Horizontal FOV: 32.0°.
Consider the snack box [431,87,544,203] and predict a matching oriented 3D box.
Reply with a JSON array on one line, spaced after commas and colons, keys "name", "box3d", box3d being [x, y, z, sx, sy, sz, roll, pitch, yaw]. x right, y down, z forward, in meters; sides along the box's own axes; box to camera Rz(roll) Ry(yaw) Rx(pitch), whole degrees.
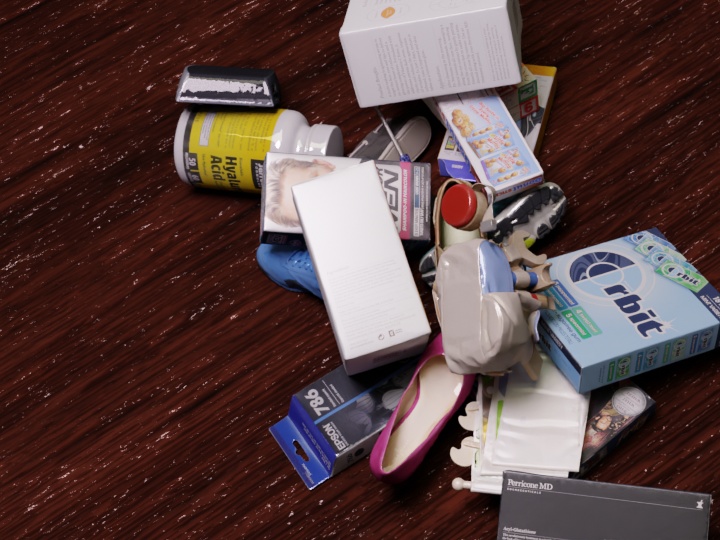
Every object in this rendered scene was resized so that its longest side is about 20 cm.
[{"name": "snack box", "box3d": [0.146, -0.170, 1.502, 0.072, 0.024, 0.200, -20, 56, -5]}]

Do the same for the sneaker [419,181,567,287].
[{"name": "sneaker", "box3d": [0.156, -0.043, 1.513, 0.200, 0.078, 0.080, -32, 26, -7]}]

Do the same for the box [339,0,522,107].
[{"name": "box", "box3d": [0.090, -0.293, 1.522, 0.200, 0.106, 0.152, -7, 37, 15]}]

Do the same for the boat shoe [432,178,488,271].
[{"name": "boat shoe", "box3d": [0.114, -0.011, 1.414, 0.076, 0.074, 0.200, -13, 73, 12]}]

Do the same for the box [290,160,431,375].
[{"name": "box", "box3d": [0.000, 0.000, 1.379, 0.097, 0.124, 0.200, -18, 78, -3]}]

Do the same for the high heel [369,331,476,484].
[{"name": "high heel", "box3d": [0.071, 0.136, 1.331, 0.067, 0.096, 0.200, 35, 85, 7]}]

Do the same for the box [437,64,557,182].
[{"name": "box", "box3d": [0.176, -0.184, 1.618, 0.119, 0.042, 0.200, 9, 60, 17]}]

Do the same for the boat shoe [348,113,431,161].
[{"name": "boat shoe", "box3d": [0.011, -0.130, 1.600, 0.057, 0.067, 0.200, 15, 51, 47]}]

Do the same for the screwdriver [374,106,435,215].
[{"name": "screwdriver", "box3d": [0.046, -0.159, 1.565, 0.028, 0.029, 0.200, -27, 93, -33]}]

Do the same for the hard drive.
[{"name": "hard drive", "box3d": [-0.170, -0.241, 1.634, 0.135, 0.042, 0.200, 3, 12, -3]}]

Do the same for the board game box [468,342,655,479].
[{"name": "board game box", "box3d": [0.207, 0.130, 1.390, 0.135, 0.035, 0.200, -37, 57, -15]}]

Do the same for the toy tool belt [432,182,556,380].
[{"name": "toy tool belt", "box3d": [0.145, 0.014, 1.329, 0.125, 0.123, 0.200, -17, 71, 44]}]

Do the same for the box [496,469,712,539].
[{"name": "box", "box3d": [0.235, 0.277, 1.227, 0.200, 0.079, 0.141, 5, 83, 14]}]

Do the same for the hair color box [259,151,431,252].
[{"name": "hair color box", "box3d": [-0.018, -0.080, 1.500, 0.200, 0.061, 0.100, 3, 76, -8]}]

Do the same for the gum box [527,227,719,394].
[{"name": "gum box", "box3d": [0.288, 0.040, 1.393, 0.200, 0.045, 0.170, -17, 42, -16]}]

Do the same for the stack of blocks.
[{"name": "stack of blocks", "box3d": [0.128, -0.262, 1.621, 0.115, 0.059, 0.200, -28, 55, -8]}]

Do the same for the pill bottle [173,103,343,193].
[{"name": "pill bottle", "box3d": [-0.128, -0.154, 1.606, 0.200, 0.111, 0.111, 6, 56, 15]}]

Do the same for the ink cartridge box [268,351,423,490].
[{"name": "ink cartridge box", "box3d": [0.000, 0.152, 1.411, 0.200, 0.039, 0.099, -33, 57, -12]}]

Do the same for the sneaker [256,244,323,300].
[{"name": "sneaker", "box3d": [-0.047, -0.003, 1.506, 0.200, 0.078, 0.066, 28, 66, 28]}]

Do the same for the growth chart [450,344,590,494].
[{"name": "growth chart", "box3d": [0.180, 0.157, 1.344, 0.144, 0.018, 0.200, 10, 57, 18]}]
